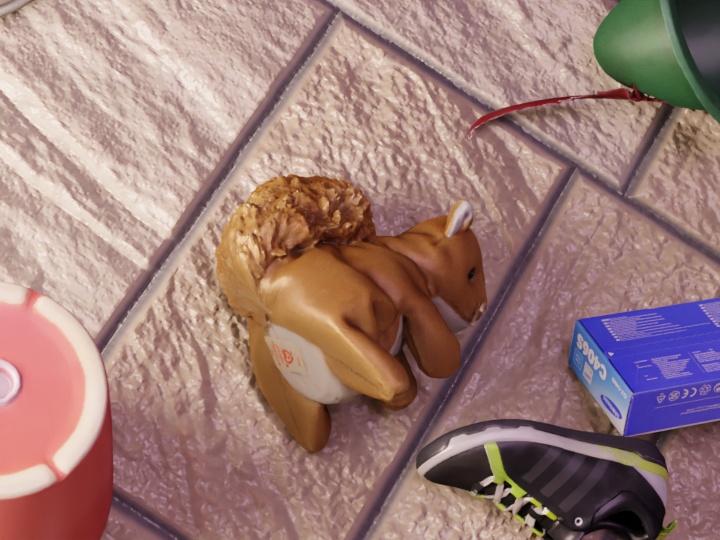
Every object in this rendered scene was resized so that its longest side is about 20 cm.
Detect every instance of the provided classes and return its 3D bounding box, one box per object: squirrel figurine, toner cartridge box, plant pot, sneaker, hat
[{"bbox_3d":[0.000,0.000,1.424,0.186,0.142,0.200,-37,83,-35],"label":"squirrel figurine"},{"bbox_3d":[0.267,0.066,1.504,0.198,0.044,0.095,-8,36,-20],"label":"toner cartridge box"},{"bbox_3d":[-0.243,0.106,1.269,0.198,0.178,0.202,7,62,-14],"label":"plant pot"},{"bbox_3d":[0.138,0.159,1.424,0.198,0.072,0.084,6,65,-15],"label":"sneaker"},{"bbox_3d":[0.210,-0.169,1.637,0.199,0.175,0.167,30,48,-46],"label":"hat"}]

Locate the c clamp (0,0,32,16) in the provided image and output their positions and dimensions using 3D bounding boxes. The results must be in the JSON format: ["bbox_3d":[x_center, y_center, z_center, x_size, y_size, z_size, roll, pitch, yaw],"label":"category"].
[{"bbox_3d":[-0.285,-0.280,1.527,0.169,0.027,0.202,-7,67,-21],"label":"c clamp"}]
